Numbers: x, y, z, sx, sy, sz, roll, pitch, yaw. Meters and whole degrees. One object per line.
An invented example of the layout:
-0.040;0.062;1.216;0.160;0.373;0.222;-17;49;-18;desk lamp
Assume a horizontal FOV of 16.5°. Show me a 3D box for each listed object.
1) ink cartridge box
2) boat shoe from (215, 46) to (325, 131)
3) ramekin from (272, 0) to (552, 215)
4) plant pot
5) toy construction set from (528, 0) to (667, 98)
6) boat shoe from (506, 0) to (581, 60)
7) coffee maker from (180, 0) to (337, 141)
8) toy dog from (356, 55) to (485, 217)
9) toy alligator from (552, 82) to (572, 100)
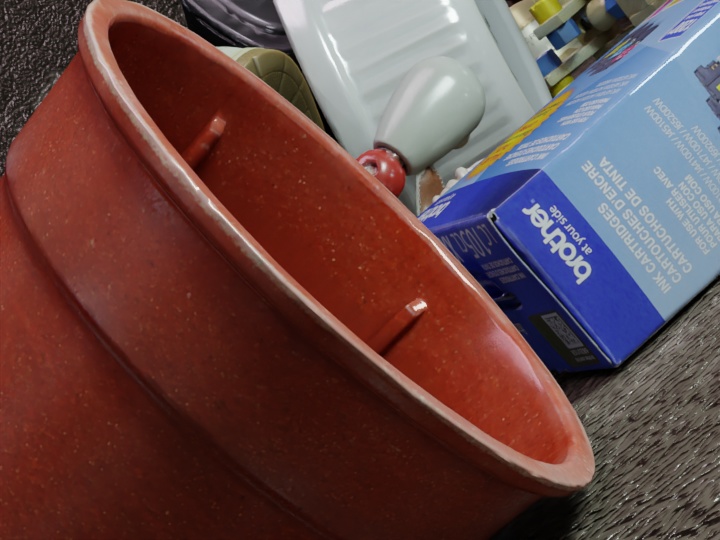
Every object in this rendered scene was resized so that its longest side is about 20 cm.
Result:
0.098;-0.031;0.921;0.200;0.076;0.136;-43;7;-13;ink cartridge box
-0.048;-0.035;1.283;0.066;0.200;0.074;18;47;37;boat shoe
0.036;-0.111;1.339;0.094;0.203;0.202;-27;9;11;ramekin
-0.069;0.058;0.749;0.195;0.201;0.201;-46;5;12;plant pot
0.182;-0.193;1.543;0.131;0.092;0.200;-34;19;45;toy construction set
0.122;-0.177;1.821;0.074;0.069;0.200;-39;6;3;boat shoe
-0.039;-0.093;1.522;0.134;0.200;0.192;14;49;24;coffee maker
0.000;0.000;1.205;0.200;0.132;0.096;-35;-32;1;toy dog
0.106;-0.044;1.077;0.200;0.059;0.054;-38;47;15;toy alligator
